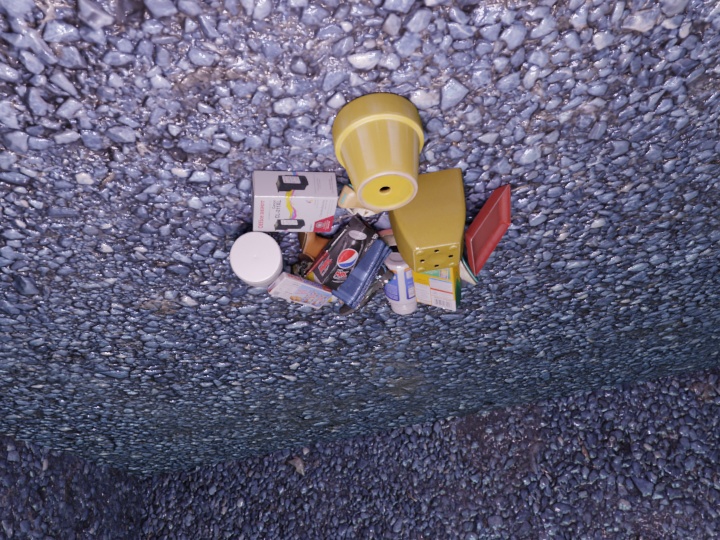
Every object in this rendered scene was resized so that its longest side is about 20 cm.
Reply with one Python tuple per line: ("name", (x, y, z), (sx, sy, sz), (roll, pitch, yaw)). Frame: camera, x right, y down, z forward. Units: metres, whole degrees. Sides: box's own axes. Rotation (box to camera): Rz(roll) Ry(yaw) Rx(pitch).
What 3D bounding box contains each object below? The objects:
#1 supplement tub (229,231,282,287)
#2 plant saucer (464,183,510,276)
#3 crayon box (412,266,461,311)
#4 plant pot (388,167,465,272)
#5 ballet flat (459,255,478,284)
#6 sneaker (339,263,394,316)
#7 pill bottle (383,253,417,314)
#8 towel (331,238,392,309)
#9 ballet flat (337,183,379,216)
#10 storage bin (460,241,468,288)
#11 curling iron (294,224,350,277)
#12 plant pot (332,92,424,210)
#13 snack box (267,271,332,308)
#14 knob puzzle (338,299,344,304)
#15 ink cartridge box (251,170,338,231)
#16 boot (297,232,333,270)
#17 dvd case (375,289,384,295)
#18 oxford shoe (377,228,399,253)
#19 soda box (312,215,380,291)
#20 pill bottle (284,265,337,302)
("supplement tub", (-0.268, -0.026, 1.571), (0.131, 0.132, 0.200), (-4, 175, -7))
("plant saucer", (0.342, -0.112, 1.623), (0.037, 0.200, 0.200), (28, 162, 26))
("crayon box", (0.212, 0.014, 1.679), (0.125, 0.052, 0.200), (13, 137, 27))
("plant pot", (0.179, -0.111, 1.528), (0.195, 0.201, 0.194), (-10, 150, 2))
("ballet flat", (0.260, -0.034, 1.683), (0.062, 0.068, 0.200), (-28, 110, 20))
("sneaker", (0.005, 0.051, 1.714), (0.200, 0.082, 0.073), (-43, 175, 15))
("pill bottle", (0.122, 0.030, 1.782), (0.112, 0.112, 0.200), (-8, 129, 1))
("towel", (0.000, 0.000, 1.649), (0.048, 0.112, 0.200), (27, 92, -41))
("ballet flat", (0.002, -0.166, 1.483), (0.063, 0.069, 0.200), (-57, 153, 11))
("storage bin", (0.241, 0.004, 1.800), (0.145, 0.135, 0.200), (6, 146, -22))
("curling iron", (-0.101, -0.050, 1.613), (0.200, 0.026, 0.050), (-41, 145, 11))
("plant pot", (0.044, -0.241, 1.289), (0.200, 0.189, 0.201), (-5, 149, -3))
("snack box", (-0.163, 0.059, 1.675), (0.072, 0.024, 0.200), (-44, 142, 20))
("knob puzzle", (0.009, 0.022, 1.761), (0.219, 0.030, 0.220), (-27, 134, -31))
("ink cartridge box", (-0.165, -0.166, 1.470), (0.199, 0.083, 0.146), (-1, 149, -12))
("boot", (-0.094, -0.075, 1.668), (0.154, 0.074, 0.200), (-10, 148, -13))
("dvd case", (-0.032, 0.054, 1.938), (0.148, 0.016, 0.200), (-22, 146, 23))
("oxford shoe", (0.138, -0.081, 1.691), (0.199, 0.074, 0.071), (-12, 147, 5))
("soda box", (-0.040, -0.046, 1.629), (0.063, 0.071, 0.200), (27, 106, -41))
("pill bottle", (-0.124, 0.039, 1.795), (0.199, 0.112, 0.112), (-1, 149, -11))
